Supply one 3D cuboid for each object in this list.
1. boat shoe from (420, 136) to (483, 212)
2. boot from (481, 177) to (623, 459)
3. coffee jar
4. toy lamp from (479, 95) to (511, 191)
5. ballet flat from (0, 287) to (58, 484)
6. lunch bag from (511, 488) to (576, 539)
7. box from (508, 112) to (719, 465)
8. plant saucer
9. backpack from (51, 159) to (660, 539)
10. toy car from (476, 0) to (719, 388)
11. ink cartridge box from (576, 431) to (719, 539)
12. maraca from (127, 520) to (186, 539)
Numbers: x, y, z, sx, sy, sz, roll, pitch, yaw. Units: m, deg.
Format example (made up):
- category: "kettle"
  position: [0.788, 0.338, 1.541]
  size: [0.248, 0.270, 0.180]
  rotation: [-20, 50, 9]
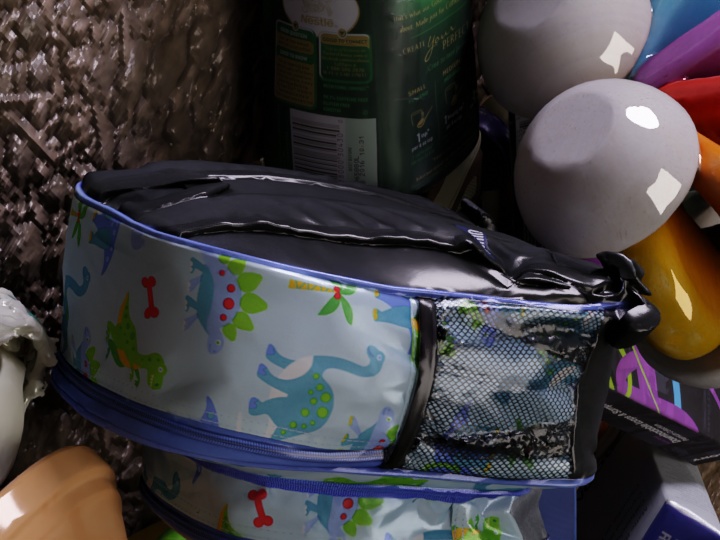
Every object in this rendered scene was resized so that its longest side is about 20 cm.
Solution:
- category: "boat shoe"
  position: [0.005, 0.001, 1.062]
  size: [0.202, 0.075, 0.075]
  rotation: [-49, 138, -35]
- category: "boot"
  position: [0.103, 0.014, 1.232]
  size: [0.107, 0.075, 0.201]
  rotation: [-11, 106, -50]
- category: "coffee jar"
  position: [0.002, -0.136, 0.988]
  size: [0.104, 0.085, 0.201]
  rotation: [-39, 135, -49]
- category: "toy lamp"
  position: [0.108, -0.123, 1.187]
  size: [0.200, 0.058, 0.058]
  rotation: [-50, 140, -30]
- category: "ballet flat"
  position: [-0.173, 0.095, 0.839]
  size: [0.072, 0.072, 0.200]
  rotation: [41, 69, -55]
- category: "lunch bag"
  position: [0.038, 0.153, 1.125]
  size: [0.136, 0.132, 0.201]
  rotation: [-37, 132, -44]
- category: "box"
  position: [0.140, 0.009, 1.154]
  size: [0.200, 0.036, 0.143]
  rotation: [28, 56, -53]
- category: "plant saucer"
  position: [-0.148, 0.159, 0.851]
  size: [0.200, 0.037, 0.200]
  rotation: [-54, 171, -13]
- category: "backpack"
  position: [-0.020, 0.039, 0.885]
  size: [0.199, 0.183, 0.147]
  rotation: [9, 97, -27]
- category: "toy car"
  position: [0.154, -0.061, 1.000]
  size: [0.175, 0.150, 0.200]
  rotation: [43, 26, -44]
- category: "ink cartridge box"
  position: [0.127, 0.194, 1.216]
  size: [0.200, 0.041, 0.200]
  rotation: [-62, -170, 15]
- category: "maraca"
  position: [-0.082, 0.200, 0.985]
  size: [0.137, 0.107, 0.201]
  rotation: [-17, 119, -55]
